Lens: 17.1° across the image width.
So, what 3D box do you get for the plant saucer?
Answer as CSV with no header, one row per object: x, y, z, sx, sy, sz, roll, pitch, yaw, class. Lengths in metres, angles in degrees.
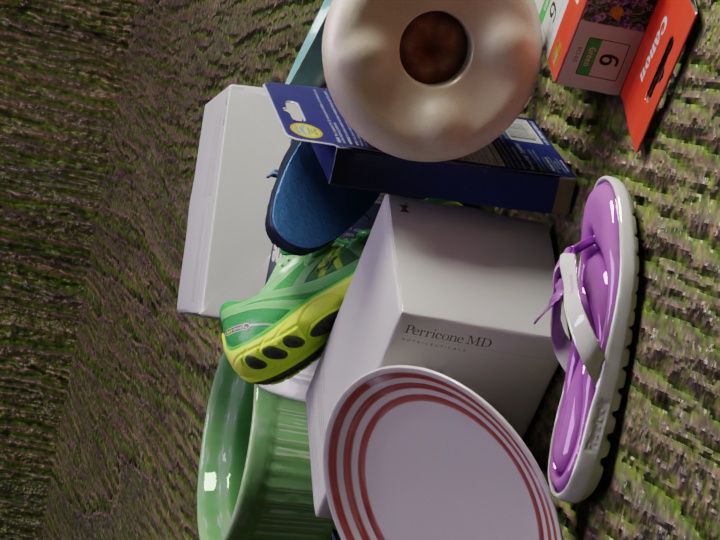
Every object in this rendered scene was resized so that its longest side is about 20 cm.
-0.004,-0.216,1.810,0.201,0.027,0.200,-62,5,9,plant saucer

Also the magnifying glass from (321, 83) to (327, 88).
-0.012,-0.056,1.893,0.022,0.080,0.201,9,126,43,magnifying glass

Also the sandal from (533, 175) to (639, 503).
0.132,0.038,1.458,0.082,0.050,0.204,152,127,-71,sandal

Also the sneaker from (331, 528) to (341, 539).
0.018,0.243,1.706,0.202,0.076,0.147,-113,33,-66,sneaker

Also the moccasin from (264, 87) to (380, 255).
-0.010,-0.086,1.699,0.200,0.080,0.068,-56,13,-29,moccasin

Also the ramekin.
-0.070,0.153,2.058,0.200,0.097,0.201,-171,90,-75,ramekin

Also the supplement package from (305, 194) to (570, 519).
0.048,0.067,1.620,0.120,0.121,0.201,-96,21,-47,supplement package

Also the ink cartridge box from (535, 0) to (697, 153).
0.154,-0.176,1.510,0.200,0.050,0.109,-99,23,-52,ink cartridge box

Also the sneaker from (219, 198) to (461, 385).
-0.016,-0.001,1.695,0.084,0.199,0.074,57,179,30,sneaker

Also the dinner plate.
0.056,0.152,1.532,0.199,0.024,0.201,20,121,37,dinner plate

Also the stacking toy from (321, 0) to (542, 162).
0.028,-0.158,1.598,0.200,0.145,0.147,-138,59,-72,stacking toy

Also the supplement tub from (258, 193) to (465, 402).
0.000,0.000,1.805,0.140,0.140,0.201,-160,80,-75,supplement tub

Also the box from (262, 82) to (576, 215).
0.035,-0.083,1.609,0.121,0.199,0.033,-114,35,-65,box

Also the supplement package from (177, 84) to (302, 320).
-0.065,-0.047,2.035,0.200,0.146,0.192,177,101,-81,supplement package
